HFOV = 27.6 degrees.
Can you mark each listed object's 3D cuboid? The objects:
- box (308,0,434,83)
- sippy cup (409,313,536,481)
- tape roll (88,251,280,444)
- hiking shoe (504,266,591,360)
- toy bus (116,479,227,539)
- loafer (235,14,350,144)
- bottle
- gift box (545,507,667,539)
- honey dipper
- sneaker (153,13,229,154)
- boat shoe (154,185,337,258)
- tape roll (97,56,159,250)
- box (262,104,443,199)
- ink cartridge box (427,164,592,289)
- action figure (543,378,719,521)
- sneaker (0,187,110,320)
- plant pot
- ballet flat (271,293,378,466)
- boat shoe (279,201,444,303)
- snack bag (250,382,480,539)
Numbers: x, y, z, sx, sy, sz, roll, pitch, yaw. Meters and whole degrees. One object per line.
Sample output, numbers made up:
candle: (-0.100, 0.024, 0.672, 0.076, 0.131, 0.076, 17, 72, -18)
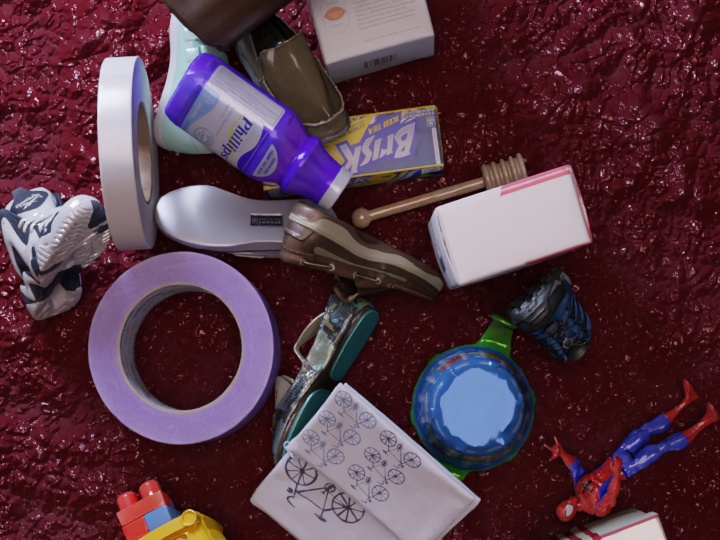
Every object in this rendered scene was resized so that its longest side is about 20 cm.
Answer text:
box: (-0.002, -0.323, 1.595, 0.123, 0.097, 0.203, -14, 85, 1)
sippy cup: (0.119, 0.143, 1.529, 0.138, 0.130, 0.180, -15, 85, 1)
tape roll: (-0.186, 0.085, 1.569, 0.197, 0.085, 0.203, 0, 84, 3)
hiking shoe: (0.205, 0.049, 1.499, 0.074, 0.200, 0.087, -41, 81, 12)
toy bus: (-0.220, 0.330, 1.532, 0.199, 0.136, 0.193, -31, 71, 2)
loafer: (-0.080, -0.212, 1.563, 0.075, 0.070, 0.200, -30, 58, -15)
bottle: (-0.101, -0.136, 1.500, 0.199, 0.084, 0.066, 35, 42, -6)
gift box: (0.256, 0.355, 1.476, 0.183, 0.187, 0.202, -25, 83, 0)
honey dipper: (0.085, -0.083, 1.603, 0.197, 0.038, 0.038, -16, 84, 5)
sneaker: (-0.149, -0.221, 1.583, 0.117, 0.073, 0.203, 13, 94, 33)
boat shoe: (-0.123, -0.046, 1.589, 0.197, 0.066, 0.073, 0, 67, -4)
tape roll: (-0.241, -0.122, 1.533, 0.036, 0.203, 0.206, -4, 84, -1)
box: (-0.010, -0.128, 1.593, 0.197, 0.064, 0.071, -8, 84, 1)
ink cartridge box: (0.149, -0.040, 1.511, 0.144, 0.200, 0.086, -18, 89, 0)
action figure: (0.275, 0.184, 1.538, 0.200, 0.099, 0.065, -41, 43, -1)
sneaker: (-0.333, -0.050, 1.549, 0.079, 0.200, 0.130, -23, 70, -28)
plant pot: (-0.113, -0.340, 1.473, 0.198, 0.200, 0.201, -39, 84, 14)
ballet flat: (-0.053, 0.114, 1.578, 0.074, 0.074, 0.201, 31, 85, 5)
boat shoe: (-0.003, -0.001, 1.547, 0.201, 0.075, 0.076, 26, 90, -29)
snack bag: (-0.004, 0.237, 1.519, 0.188, 0.021, 0.200, 40, 119, -1)
